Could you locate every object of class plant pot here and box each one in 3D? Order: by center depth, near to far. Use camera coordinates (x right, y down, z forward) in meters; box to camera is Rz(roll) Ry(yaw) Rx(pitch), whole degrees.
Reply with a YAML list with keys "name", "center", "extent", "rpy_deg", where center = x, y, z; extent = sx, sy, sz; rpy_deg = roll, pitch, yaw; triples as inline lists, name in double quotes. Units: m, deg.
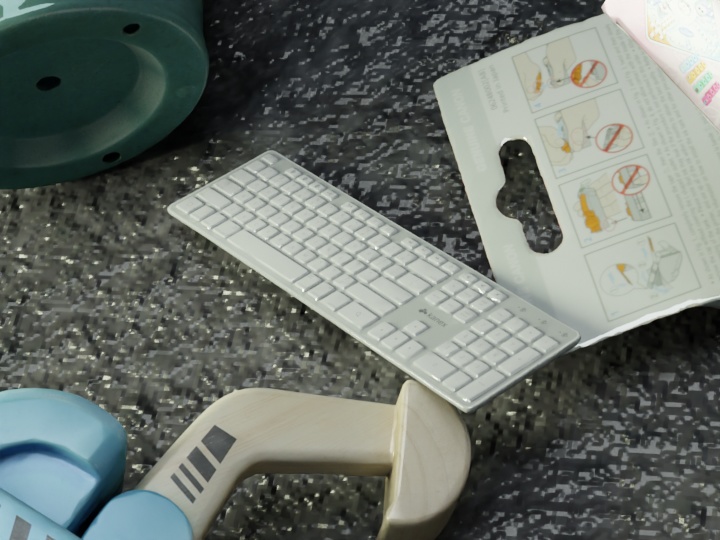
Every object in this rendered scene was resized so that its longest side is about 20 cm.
- name: "plant pot"
  center: [-0.150, -0.145, 0.941]
  extent: [0.200, 0.200, 0.188]
  rpy_deg: [-19, 65, -1]

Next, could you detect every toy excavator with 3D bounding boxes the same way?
- name: "toy excavator"
  center: [-0.083, 0.087, 0.780]
  extent: [0.194, 0.100, 0.200]
  rpy_deg: [30, 64, 8]

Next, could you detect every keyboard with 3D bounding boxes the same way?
- name: "keyboard"
  center: [0.000, 0.000, 0.862]
  extent: [0.056, 0.011, 0.200]
  rpy_deg: [-26, 37, -28]

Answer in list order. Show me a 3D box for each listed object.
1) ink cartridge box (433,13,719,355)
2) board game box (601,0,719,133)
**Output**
- name: "ink cartridge box"
  center: [0.144, -0.043, 0.877]
  extent: [0.200, 0.047, 0.160]
  rpy_deg: [-20, 50, 5]
- name: "board game box"
  center: [0.216, -0.051, 0.766]
  extent: [0.200, 0.043, 0.199]
  rpy_deg: [-14, 54, -43]
